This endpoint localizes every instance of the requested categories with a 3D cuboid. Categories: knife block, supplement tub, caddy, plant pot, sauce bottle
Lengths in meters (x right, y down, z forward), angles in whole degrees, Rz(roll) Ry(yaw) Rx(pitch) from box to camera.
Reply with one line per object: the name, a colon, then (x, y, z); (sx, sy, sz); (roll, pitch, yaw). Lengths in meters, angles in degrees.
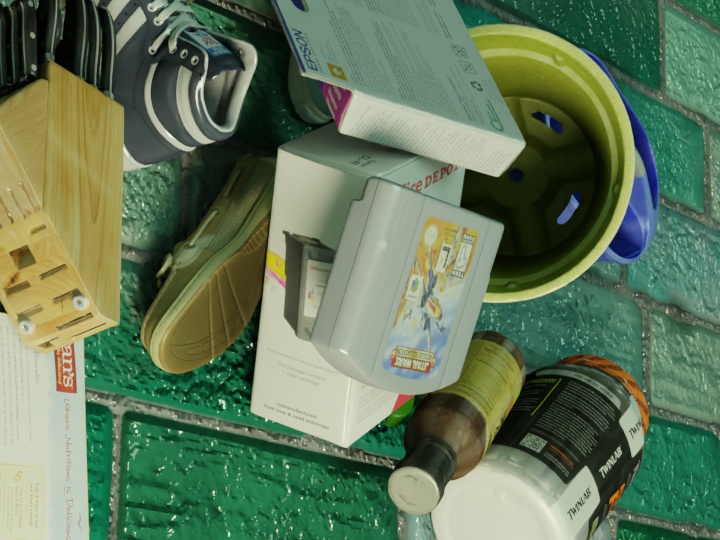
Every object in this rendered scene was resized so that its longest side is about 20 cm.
knife block: (-0.182, -0.074, 1.469); (0.201, 0.064, 0.176); (63, 33, -10)
supplement tub: (0.148, 0.155, 1.879); (0.200, 0.122, 0.123); (-44, 119, -49)
caddy: (0.185, -0.092, 1.996); (0.200, 0.104, 0.142); (51, 44, -37)
plant pot: (0.114, -0.076, 1.812); (0.184, 0.198, 0.202); (8, 75, -81)
sauce bottle: (0.069, 0.115, 1.779); (0.200, 0.064, 0.065); (-51, 125, -56)

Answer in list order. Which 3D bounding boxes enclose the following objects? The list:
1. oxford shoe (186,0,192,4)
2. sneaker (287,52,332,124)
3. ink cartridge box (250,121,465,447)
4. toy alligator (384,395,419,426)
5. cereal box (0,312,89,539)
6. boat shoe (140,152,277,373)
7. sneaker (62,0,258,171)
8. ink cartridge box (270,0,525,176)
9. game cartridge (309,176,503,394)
oxford shoe: (-0.120, -0.277, 1.635); (0.075, 0.057, 0.202); (14, 71, -51)
sneaker: (0.003, -0.205, 1.776); (0.074, 0.081, 0.202); (29, 60, -50)
ink cartridge box: (0.000, 0.000, 1.662); (0.147, 0.085, 0.202); (-30, 131, -57)
toy alligator: (0.047, 0.044, 1.820); (0.054, 0.059, 0.200); (33, 45, 3)
cereal box: (-0.239, 0.094, 1.401); (0.199, 0.039, 0.145); (14, 71, -54)
boat shoe: (-0.099, -0.009, 1.620); (0.201, 0.063, 0.074); (-55, 152, -37)
sneaker: (-0.134, -0.171, 1.546); (0.070, 0.108, 0.202); (-22, 102, -55)
ink cartridge box: (-0.001, -0.162, 1.619); (0.199, 0.043, 0.197); (14, 39, -37)
game cartridge: (0.034, 0.016, 1.602); (0.200, 0.041, 0.134); (14, 89, -65)
